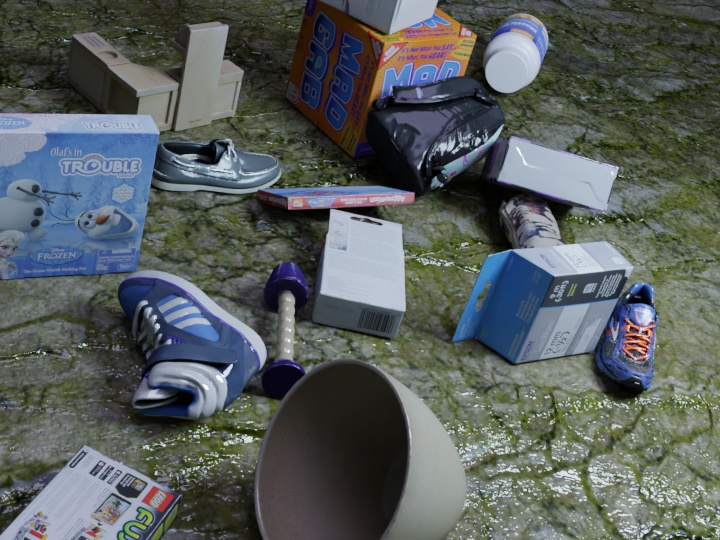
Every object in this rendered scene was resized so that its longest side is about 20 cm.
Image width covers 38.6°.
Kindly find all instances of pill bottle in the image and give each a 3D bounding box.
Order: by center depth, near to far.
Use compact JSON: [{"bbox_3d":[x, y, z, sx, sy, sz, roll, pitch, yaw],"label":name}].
[{"bbox_3d":[0.300,-0.420,2.003,0.112,0.112,0.200,21,33,5],"label":"pill bottle"}]

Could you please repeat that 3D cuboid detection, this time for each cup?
[{"bbox_3d":[0.018,0.199,0.968,0.143,0.200,0.201,25,24,-40],"label":"cup"}]

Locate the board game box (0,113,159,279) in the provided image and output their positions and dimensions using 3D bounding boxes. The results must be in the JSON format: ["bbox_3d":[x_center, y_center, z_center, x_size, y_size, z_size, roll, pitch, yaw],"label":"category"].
[{"bbox_3d":[-0.341,-0.081,1.159,0.199,0.200,0.043,-4,40,-28],"label":"board game box"}]

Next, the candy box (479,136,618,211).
[{"bbox_3d":[0.283,-0.149,1.581,0.167,0.072,0.200,16,6,-3],"label":"candy box"}]

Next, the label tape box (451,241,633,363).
[{"bbox_3d":[0.229,0.043,1.294,0.199,0.144,0.066,-7,41,-32],"label":"label tape box"}]

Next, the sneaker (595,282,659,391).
[{"bbox_3d":[0.357,0.083,1.357,0.075,0.079,0.200,17,34,0],"label":"sneaker"}]

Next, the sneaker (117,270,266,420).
[{"bbox_3d":[-0.213,0.084,1.093,0.199,0.081,0.146,28,37,16],"label":"sneaker"}]

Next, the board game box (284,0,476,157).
[{"bbox_3d":[0.028,-0.331,1.675,0.199,0.201,0.200,-14,45,-38],"label":"board game box"}]

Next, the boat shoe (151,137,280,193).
[{"bbox_3d":[-0.198,-0.152,1.444,0.199,0.062,0.073,-5,40,-29],"label":"boat shoe"}]

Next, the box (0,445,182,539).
[{"bbox_3d":[-0.252,0.245,0.890,0.110,0.035,0.200,25,35,9],"label":"box"}]

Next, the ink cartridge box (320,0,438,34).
[{"bbox_3d":[0.010,-0.451,1.581,0.199,0.085,0.146,29,36,20],"label":"ink cartridge box"}]

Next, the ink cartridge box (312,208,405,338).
[{"bbox_3d":[0.000,0.000,1.335,0.108,0.051,0.200,12,34,-7],"label":"ink cartridge box"}]

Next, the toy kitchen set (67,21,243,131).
[{"bbox_3d":[-0.302,-0.329,1.554,0.200,0.164,0.180,-21,50,-43],"label":"toy kitchen set"}]

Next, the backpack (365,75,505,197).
[{"bbox_3d":[0.121,-0.214,1.592,0.199,0.127,0.167,-28,82,-24],"label":"backpack"}]

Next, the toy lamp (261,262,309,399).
[{"bbox_3d":[-0.087,0.061,1.202,0.058,0.058,0.200,10,34,-12],"label":"toy lamp"}]

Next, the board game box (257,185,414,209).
[{"bbox_3d":[-0.034,-0.104,1.452,0.199,0.020,0.103,-4,11,-29],"label":"board game box"}]

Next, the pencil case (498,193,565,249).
[{"bbox_3d":[0.251,-0.029,1.465,0.089,0.078,0.200,22,32,-21],"label":"pencil case"}]
